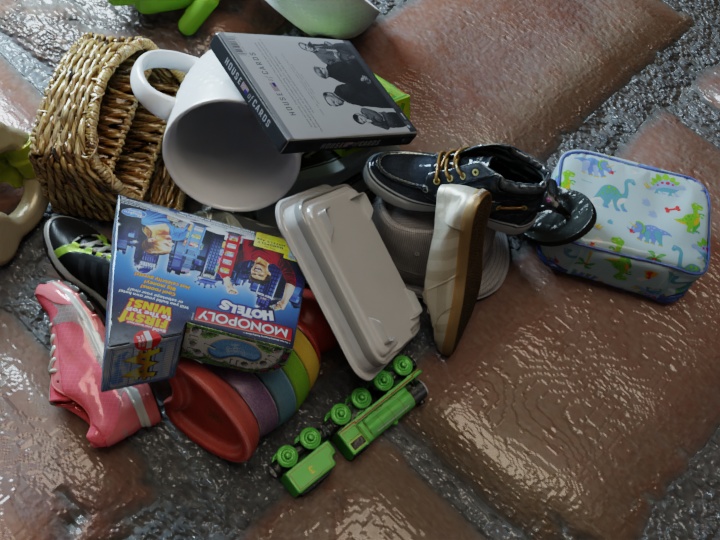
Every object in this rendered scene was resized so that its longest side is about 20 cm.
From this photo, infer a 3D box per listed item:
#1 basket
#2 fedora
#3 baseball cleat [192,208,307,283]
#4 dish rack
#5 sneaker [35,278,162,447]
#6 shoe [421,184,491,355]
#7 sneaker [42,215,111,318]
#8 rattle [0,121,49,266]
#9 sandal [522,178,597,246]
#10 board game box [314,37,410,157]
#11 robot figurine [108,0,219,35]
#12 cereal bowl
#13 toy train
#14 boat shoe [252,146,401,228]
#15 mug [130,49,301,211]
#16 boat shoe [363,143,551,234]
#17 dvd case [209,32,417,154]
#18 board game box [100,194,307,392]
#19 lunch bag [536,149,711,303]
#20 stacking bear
[{"bbox_3d":[-0.264,-0.166,0.986,0.148,0.143,0.201,10,58,4],"label":"basket"},{"bbox_3d":[0.090,-0.057,1.017,0.199,0.090,0.178,11,58,-3],"label":"fedora"},{"bbox_3d":[-0.105,-0.017,0.981,0.199,0.106,0.070,19,90,30],"label":"baseball cleat"},{"bbox_3d":[0.000,0.000,0.907,0.201,0.043,0.172,64,23,-3],"label":"dish rack"},{"bbox_3d":[-0.286,0.091,0.877,0.087,0.074,0.200,-34,69,-22],"label":"sneaker"},{"bbox_3d":[0.098,-0.001,0.940,0.053,0.201,0.070,17,30,21],"label":"shoe"},{"bbox_3d":[-0.252,-0.002,0.922,0.200,0.083,0.072,44,35,11],"label":"sneaker"},{"bbox_3d":[-0.432,-0.064,0.949,0.142,0.130,0.201,11,84,10],"label":"rattle"},{"bbox_3d":[0.193,-0.086,1.022,0.075,0.048,0.200,-50,37,0],"label":"sandal"},{"bbox_3d":[-0.038,-0.219,1.077,0.101,0.048,0.200,-26,46,-24],"label":"board game box"},{"bbox_3d":[-0.244,-0.409,1.156,0.199,0.116,0.176,-17,70,-19],"label":"robot figurine"},{"bbox_3d":[-0.075,-0.370,1.144,0.200,0.200,0.083,44,104,16],"label":"cereal bowl"},{"bbox_3d":[-0.007,0.160,0.904,0.200,0.042,0.056,-34,80,-26],"label":"toy train"},{"bbox_3d":[-0.047,-0.113,1.047,0.199,0.071,0.064,-27,48,-20],"label":"boat shoe"},{"bbox_3d":[-0.159,-0.186,0.975,0.199,0.148,0.176,20,40,-17],"label":"mug"},{"bbox_3d":[0.104,-0.107,0.942,0.199,0.091,0.071,15,59,2],"label":"boat shoe"},{"bbox_3d":[-0.045,-0.191,0.929,0.199,0.025,0.151,-13,62,-46],"label":"dvd case"},{"bbox_3d":[-0.158,0.034,0.810,0.199,0.062,0.200,15,40,-6],"label":"board game box"},{"bbox_3d":[0.322,-0.059,1.064,0.199,0.083,0.161,14,58,0],"label":"lunch bag"},{"bbox_3d":[-0.091,0.089,0.895,0.113,0.122,0.200,35,53,14],"label":"stacking bear"}]
